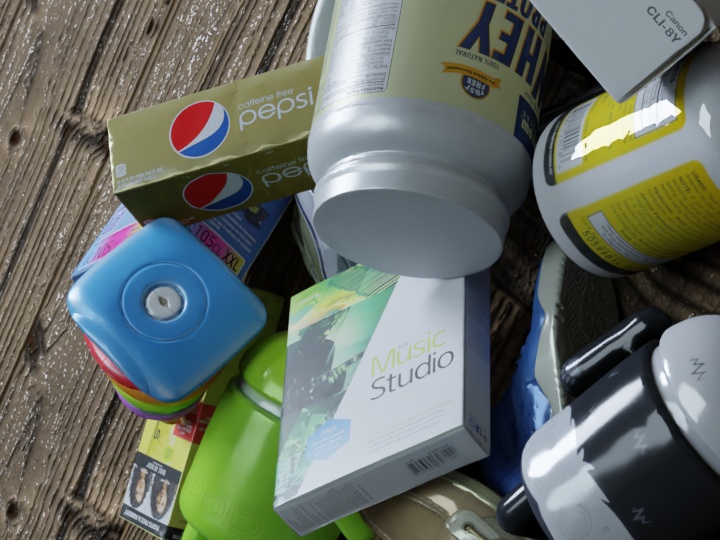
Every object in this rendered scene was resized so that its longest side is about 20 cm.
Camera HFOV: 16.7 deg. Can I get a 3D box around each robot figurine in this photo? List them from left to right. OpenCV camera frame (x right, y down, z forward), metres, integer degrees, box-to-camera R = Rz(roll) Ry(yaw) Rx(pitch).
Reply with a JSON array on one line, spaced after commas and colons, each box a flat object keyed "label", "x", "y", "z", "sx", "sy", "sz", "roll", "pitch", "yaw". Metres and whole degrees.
[{"label": "robot figurine", "x": -0.053, "y": 0.130, "z": 1.721, "sx": 0.201, "sy": 0.115, "sz": 0.175, "roll": -66, "pitch": 26, "yaw": 10}, {"label": "robot figurine", "x": 0.175, "y": 0.113, "z": 1.423, "sx": 0.200, "sy": 0.150, "sz": 0.125, "roll": -41, "pitch": 4, "yaw": 25}]

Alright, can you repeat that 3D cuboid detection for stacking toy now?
[{"label": "stacking toy", "x": -0.142, "y": 0.064, "z": 1.761, "sx": 0.116, "sy": 0.110, "sz": 0.200, "roll": 44, "pitch": 159, "yaw": 15}]

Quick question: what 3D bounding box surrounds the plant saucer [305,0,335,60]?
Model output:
[{"label": "plant saucer", "x": 0.039, "y": -0.169, "z": 1.764, "sx": 0.200, "sy": 0.050, "sz": 0.201, "roll": -22, "pitch": 61, "yaw": 47}]

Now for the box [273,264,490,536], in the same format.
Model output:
[{"label": "box", "x": 0.016, "y": 0.065, "z": 1.583, "sx": 0.144, "sy": 0.036, "sz": 0.201, "roll": -26, "pitch": 34, "yaw": 23}]

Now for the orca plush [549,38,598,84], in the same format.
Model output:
[{"label": "orca plush", "x": 0.169, "y": -0.223, "z": 1.599, "sx": 0.200, "sy": 0.071, "sz": 0.105, "roll": -54, "pitch": 41, "yaw": 25}]

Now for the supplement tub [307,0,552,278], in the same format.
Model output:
[{"label": "supplement tub", "x": 0.045, "y": -0.111, "z": 1.574, "sx": 0.145, "sy": 0.145, "sz": 0.201, "roll": -20, "pitch": 52, "yaw": 47}]

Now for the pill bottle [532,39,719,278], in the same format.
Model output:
[{"label": "pill bottle", "x": 0.207, "y": -0.074, "z": 1.465, "sx": 0.200, "sy": 0.111, "sz": 0.112, "roll": -23, "pitch": 60, "yaw": 46}]

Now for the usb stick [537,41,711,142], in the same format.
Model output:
[{"label": "usb stick", "x": 0.150, "y": -0.101, "z": 1.602, "sx": 0.200, "sy": 0.055, "sz": 0.033, "roll": -24, "pitch": 101, "yaw": 45}]

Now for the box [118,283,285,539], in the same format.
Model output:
[{"label": "box", "x": -0.121, "y": 0.105, "z": 1.871, "sx": 0.075, "sy": 0.050, "sz": 0.201, "roll": 19, "pitch": 92, "yaw": 54}]

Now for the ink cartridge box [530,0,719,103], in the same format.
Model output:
[{"label": "ink cartridge box", "x": 0.166, "y": -0.205, "z": 1.457, "sx": 0.145, "sy": 0.200, "sz": 0.083, "roll": 49, "pitch": 125, "yaw": -1}]

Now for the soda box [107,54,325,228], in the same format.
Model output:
[{"label": "soda box", "x": -0.071, "y": -0.090, "z": 1.704, "sx": 0.199, "sy": 0.068, "sz": 0.064, "roll": -16, "pitch": 60, "yaw": 13}]

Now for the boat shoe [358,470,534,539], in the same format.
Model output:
[{"label": "boat shoe", "x": 0.072, "y": 0.184, "z": 1.517, "sx": 0.199, "sy": 0.065, "sz": 0.072, "roll": 30, "pitch": 136, "yaw": 24}]

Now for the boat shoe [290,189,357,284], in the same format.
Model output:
[{"label": "boat shoe", "x": 0.000, "y": 0.000, "z": 1.754, "sx": 0.201, "sy": 0.072, "sz": 0.062, "roll": -113, "pitch": 27, "yaw": -44}]

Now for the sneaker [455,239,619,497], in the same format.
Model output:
[{"label": "sneaker", "x": 0.104, "y": 0.081, "z": 1.570, "sx": 0.111, "sy": 0.077, "sz": 0.201, "roll": -10, "pitch": 76, "yaw": 40}]

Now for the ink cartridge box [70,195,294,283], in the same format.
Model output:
[{"label": "ink cartridge box", "x": -0.113, "y": -0.058, "z": 1.850, "sx": 0.136, "sy": 0.076, "sz": 0.200, "roll": -21, "pitch": 29, "yaw": 50}]
